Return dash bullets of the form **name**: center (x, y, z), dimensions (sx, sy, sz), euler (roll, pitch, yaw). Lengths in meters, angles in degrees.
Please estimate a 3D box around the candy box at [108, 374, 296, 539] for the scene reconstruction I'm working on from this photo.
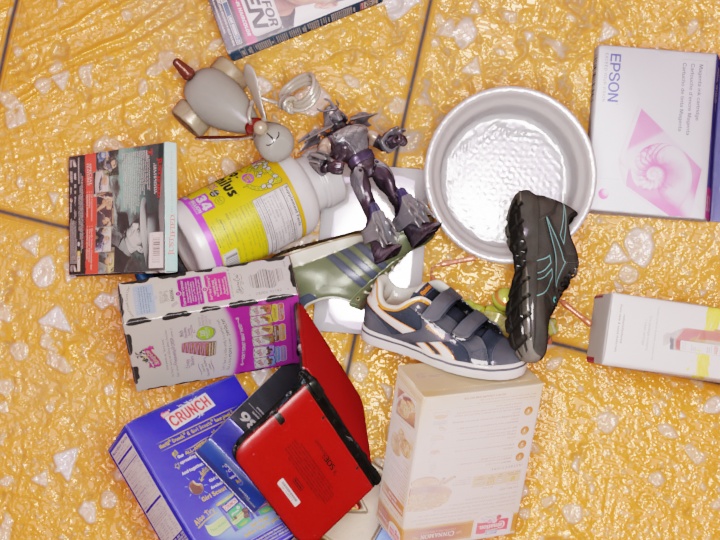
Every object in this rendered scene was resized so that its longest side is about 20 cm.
- **candy box**: center (-0.165, 0.242, 1.689), dimensions (0.168, 0.077, 0.201), euler (-22, 74, -41)

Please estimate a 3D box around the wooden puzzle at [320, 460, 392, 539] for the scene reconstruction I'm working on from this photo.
- **wooden puzzle**: center (-0.010, 0.322, 1.760), dimensions (0.198, 0.046, 0.187), euler (31, 89, 2)

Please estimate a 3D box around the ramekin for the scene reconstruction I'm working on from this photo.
- **ramekin**: center (0.172, -0.108, 1.742), dimensions (0.197, 0.098, 0.204), euler (0, 88, 1)

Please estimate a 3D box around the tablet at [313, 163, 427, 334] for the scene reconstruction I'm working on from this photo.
- **tablet**: center (0.013, -0.024, 1.786), dimensions (0.128, 0.014, 0.203), euler (4, 88, 2)

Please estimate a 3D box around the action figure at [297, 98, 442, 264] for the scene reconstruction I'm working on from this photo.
- **action figure**: center (0.009, -0.113, 1.695), dimensions (0.129, 0.069, 0.202), euler (-25, 78, -24)

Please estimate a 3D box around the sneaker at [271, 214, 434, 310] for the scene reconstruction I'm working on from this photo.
- **sneaker**: center (0.000, 0.000, 1.751), dimensions (0.197, 0.067, 0.091), euler (-15, 96, 2)

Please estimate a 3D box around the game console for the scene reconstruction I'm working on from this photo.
- **game console**: center (-0.065, 0.172, 1.649), dimensions (0.172, 0.201, 0.118), euler (-42, 44, -11)

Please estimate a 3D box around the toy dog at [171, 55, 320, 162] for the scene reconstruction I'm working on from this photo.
- **toy dog**: center (-0.154, -0.197, 1.716), dimensions (0.198, 0.096, 0.133), euler (8, 66, 41)

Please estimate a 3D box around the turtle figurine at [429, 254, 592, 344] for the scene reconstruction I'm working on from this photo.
- **turtle figurine**: center (0.155, 0.078, 1.718), dimensions (0.197, 0.065, 0.163), euler (17, 126, -7)

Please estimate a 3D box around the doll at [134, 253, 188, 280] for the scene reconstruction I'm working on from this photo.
- **doll**: center (-0.207, -0.017, 1.773), dimensions (0.198, 0.048, 0.138), euler (27, 81, 0)

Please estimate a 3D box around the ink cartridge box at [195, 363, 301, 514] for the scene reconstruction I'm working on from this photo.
- **ink cartridge box**: center (-0.095, 0.181, 1.704), dimensions (0.099, 0.200, 0.039), euler (45, 132, 0)

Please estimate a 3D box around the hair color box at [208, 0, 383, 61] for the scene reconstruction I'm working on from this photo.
- **hair color box**: center (-0.081, -0.335, 1.773), dimensions (0.198, 0.061, 0.101), euler (-22, 88, 0)

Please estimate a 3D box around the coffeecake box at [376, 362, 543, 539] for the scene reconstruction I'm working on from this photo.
- **coffeecake box**: center (0.110, 0.205, 1.681), dimensions (0.151, 0.073, 0.203), euler (-4, 117, -24)

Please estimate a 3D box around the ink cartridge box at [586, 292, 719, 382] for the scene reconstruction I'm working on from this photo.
- **ink cartridge box**: center (0.370, 0.081, 1.709), dimensions (0.197, 0.145, 0.085), euler (9, 87, 1)

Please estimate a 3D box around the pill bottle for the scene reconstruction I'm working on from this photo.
- **pill bottle**: center (-0.118, -0.070, 1.723), dimensions (0.198, 0.104, 0.105), euler (-28, 88, -18)

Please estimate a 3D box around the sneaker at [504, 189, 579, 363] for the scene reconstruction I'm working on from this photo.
- **sneaker**: center (0.204, 0.006, 1.634), dimensions (0.078, 0.075, 0.203), euler (10, 67, -14)

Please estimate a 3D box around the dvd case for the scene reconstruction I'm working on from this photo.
- **dvd case**: center (-0.278, -0.068, 1.724), dimensions (0.022, 0.199, 0.148), euler (1, 87, -42)

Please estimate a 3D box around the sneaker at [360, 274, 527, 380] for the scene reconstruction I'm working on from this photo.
- **sneaker**: center (0.093, 0.061, 1.654), dimensions (0.197, 0.078, 0.081), euler (15, 112, 20)

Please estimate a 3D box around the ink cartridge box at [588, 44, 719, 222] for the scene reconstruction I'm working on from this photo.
- **ink cartridge box**: center (0.370, -0.161, 1.767), dimensions (0.197, 0.043, 0.200), euler (4, 88, 3)

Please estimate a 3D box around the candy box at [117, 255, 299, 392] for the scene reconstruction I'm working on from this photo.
- **candy box**: center (-0.169, 0.061, 1.689), dimensions (0.197, 0.137, 0.062), euler (-10, 52, -9)
